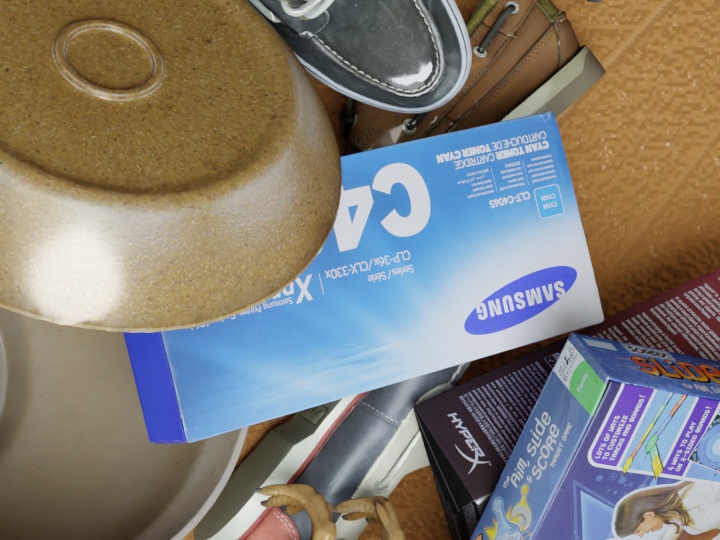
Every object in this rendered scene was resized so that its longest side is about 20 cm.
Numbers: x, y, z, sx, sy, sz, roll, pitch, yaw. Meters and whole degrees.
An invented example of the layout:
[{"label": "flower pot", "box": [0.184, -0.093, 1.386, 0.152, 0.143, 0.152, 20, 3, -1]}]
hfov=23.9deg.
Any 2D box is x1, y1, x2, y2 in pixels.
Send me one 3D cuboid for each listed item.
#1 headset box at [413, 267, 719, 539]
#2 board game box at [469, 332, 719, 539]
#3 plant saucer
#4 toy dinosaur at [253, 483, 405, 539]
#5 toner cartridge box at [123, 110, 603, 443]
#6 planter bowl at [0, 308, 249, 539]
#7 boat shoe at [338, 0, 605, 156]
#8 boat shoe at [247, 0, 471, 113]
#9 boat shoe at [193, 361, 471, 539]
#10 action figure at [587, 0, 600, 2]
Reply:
[{"label": "headset box", "box": [0.140, 0.094, 0.768, 0.199, 0.075, 0.149, -24, 126, -8]}, {"label": "board game box", "box": [0.106, 0.128, 0.704, 0.134, 0.035, 0.201, 12, 114, -29]}, {"label": "plant saucer", "box": [-0.096, -0.066, 0.632, 0.199, 0.036, 0.201, 13, 47, -14]}, {"label": "toy dinosaur", "box": [-0.002, 0.139, 0.700, 0.060, 0.199, 0.107, 34, 43, -45]}, {"label": "toner cartridge box", "box": [0.000, 0.000, 0.699, 0.199, 0.043, 0.096, -15, 92, -27]}, {"label": "planter bowl", "box": [-0.159, 0.030, 0.700, 0.199, 0.134, 0.202, 12, 72, -43]}, {"label": "boat shoe", "box": [0.019, -0.058, 0.786, 0.200, 0.072, 0.068, -40, 95, -18]}, {"label": "boat shoe", "box": [-0.028, -0.130, 0.691, 0.200, 0.071, 0.072, 40, 101, -22]}, {"label": "boat shoe", "box": [0.011, 0.069, 0.781, 0.063, 0.071, 0.200, 43, 86, -13]}, {"label": "action figure", "box": [0.176, -0.220, 0.793, 0.192, 0.105, 0.202, 9, 91, -19]}]
